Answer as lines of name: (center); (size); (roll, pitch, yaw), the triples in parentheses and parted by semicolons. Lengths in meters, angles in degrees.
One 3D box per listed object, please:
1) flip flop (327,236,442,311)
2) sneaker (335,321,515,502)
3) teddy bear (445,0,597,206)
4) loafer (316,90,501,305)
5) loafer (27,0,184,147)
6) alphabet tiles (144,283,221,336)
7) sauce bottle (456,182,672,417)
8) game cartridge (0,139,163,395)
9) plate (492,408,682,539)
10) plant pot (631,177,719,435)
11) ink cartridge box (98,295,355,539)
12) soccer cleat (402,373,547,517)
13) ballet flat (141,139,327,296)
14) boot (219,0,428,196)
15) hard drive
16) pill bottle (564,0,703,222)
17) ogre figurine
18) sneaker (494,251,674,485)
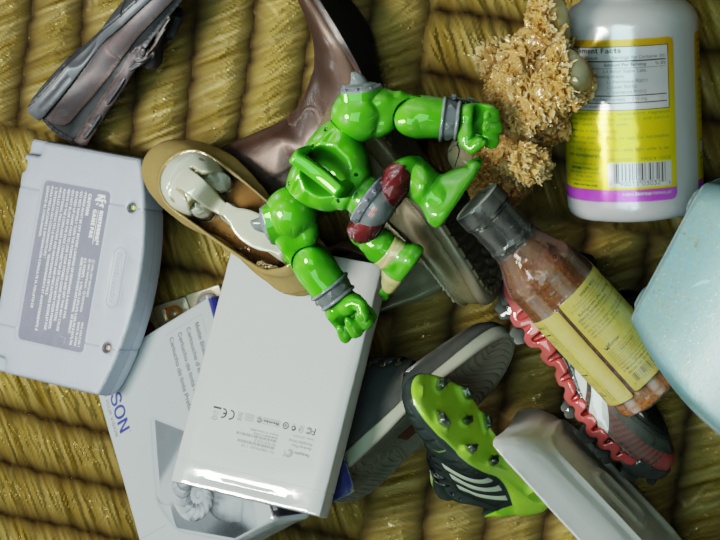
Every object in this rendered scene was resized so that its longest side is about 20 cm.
flip flop: (0.000, 0.000, 1.630); (0.200, 0.058, 0.081); (-21, 94, 18)
sneaker: (0.025, 0.085, 1.620); (0.200, 0.075, 0.106); (-40, 56, 13)
teddy bear: (0.115, -0.120, 1.509); (0.067, 0.200, 0.145); (-5, 74, -22)
loafer: (0.035, -0.050, 1.564); (0.067, 0.076, 0.200); (-37, 87, 29)
loafer: (-0.191, -0.180, 1.662); (0.063, 0.072, 0.200); (42, 117, -15)
alphabet tiles: (-0.130, 0.120, 1.723); (0.166, 0.006, 0.200); (-18, 94, 21)
sauce bottle: (0.153, 0.019, 1.497); (0.066, 0.066, 0.200); (-38, 100, 21)
game cartridge: (-0.233, -0.002, 1.686); (0.133, 0.041, 0.200); (12, 93, 28)
plate: (0.188, 0.182, 1.532); (0.032, 0.200, 0.200); (-44, 85, 10)
plant pot: (0.318, 0.027, 1.470); (0.200, 0.196, 0.197); (31, 108, 16)
ink cartridge box: (-0.117, 0.129, 1.644); (0.200, 0.041, 0.200); (-31, 67, 29)
soccer cleat: (0.078, 0.145, 1.579); (0.081, 0.200, 0.068); (-19, 50, 28)
ballet flat: (-0.104, -0.053, 1.589); (0.200, 0.063, 0.069); (34, 89, 25)
boot: (-0.070, -0.124, 1.633); (0.200, 0.064, 0.187); (-28, 89, 25)
hard drive: (-0.063, 0.083, 1.589); (0.132, 0.027, 0.200); (10, 81, 23)
pill bottle: (0.203, -0.141, 1.514); (0.104, 0.104, 0.200); (0, 100, 18)
ogre figurine: (0.006, -0.059, 1.481); (0.120, 0.098, 0.200); (35, 123, -2)
sneaker: (0.195, 0.070, 1.574); (0.098, 0.071, 0.201); (-35, 87, 23)
